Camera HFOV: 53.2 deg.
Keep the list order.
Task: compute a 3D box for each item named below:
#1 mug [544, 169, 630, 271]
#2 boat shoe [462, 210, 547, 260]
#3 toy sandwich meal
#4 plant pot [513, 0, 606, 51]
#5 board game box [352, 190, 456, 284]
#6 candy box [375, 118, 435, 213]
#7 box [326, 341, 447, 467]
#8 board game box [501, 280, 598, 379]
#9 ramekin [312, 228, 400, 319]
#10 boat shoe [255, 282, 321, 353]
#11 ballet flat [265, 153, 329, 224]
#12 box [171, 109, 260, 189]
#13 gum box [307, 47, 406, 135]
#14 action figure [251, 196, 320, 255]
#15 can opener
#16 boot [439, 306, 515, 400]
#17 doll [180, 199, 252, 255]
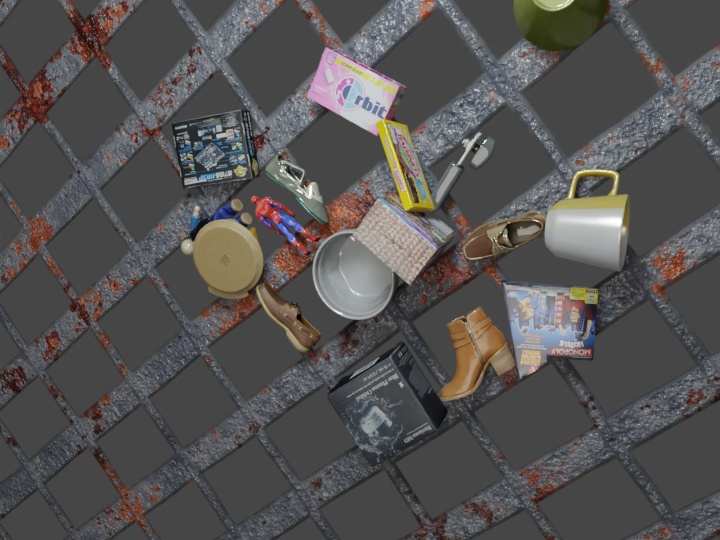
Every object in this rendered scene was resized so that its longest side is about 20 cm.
[{"bbox_3d":[0.462,-0.093,1.458,0.151,0.188,0.151,6,136,26],"label":"mug"},{"bbox_3d":[0.304,-0.073,1.530,0.198,0.072,0.077,-25,92,21],"label":"boat shoe"},{"bbox_3d":[-0.312,-0.030,1.737,0.201,0.070,0.209,5,110,14],"label":"toy sandwich meal"},{"bbox_3d":[0.370,-0.520,1.350,0.184,0.200,0.191,4,103,18],"label":"plant pot"},{"bbox_3d":[0.098,-0.077,1.530,0.159,0.200,0.097,40,111,8],"label":"board game box"},{"bbox_3d":[0.097,-0.221,1.530,0.026,0.102,0.203,-24,78,30],"label":"candy box"},{"bbox_3d":[0.063,0.309,1.666,0.195,0.117,0.202,-34,90,21],"label":"box"},{"bbox_3d":[0.395,0.130,1.533,0.196,0.062,0.204,4,95,8],"label":"board game box"},{"bbox_3d":[0.000,0.000,1.624,0.197,0.105,0.204,6,107,21],"label":"ramekin"},{"bbox_3d":[-0.171,0.104,1.732,0.067,0.072,0.201,-38,93,16],"label":"boat shoe"},{"bbox_3d":[-0.136,-0.193,1.661,0.200,0.067,0.064,42,103,7],"label":"ballet flat"},{"bbox_3d":[-0.348,-0.289,1.723,0.196,0.046,0.162,-6,99,20],"label":"box"},{"bbox_3d":[-0.013,-0.394,1.577,0.198,0.066,0.115,30,109,11],"label":"gum box"},{"bbox_3d":[-0.185,-0.115,1.702,0.199,0.052,0.066,39,105,13],"label":"action figure"},{"bbox_3d":[0.212,-0.208,1.545,0.066,0.053,0.201,39,110,8],"label":"can opener"},{"bbox_3d":[0.231,0.187,1.609,0.198,0.074,0.156,-33,91,9],"label":"boot"},{"bbox_3d":[-0.364,-0.100,1.763,0.198,0.049,0.137,-31,102,21],"label":"doll"}]
